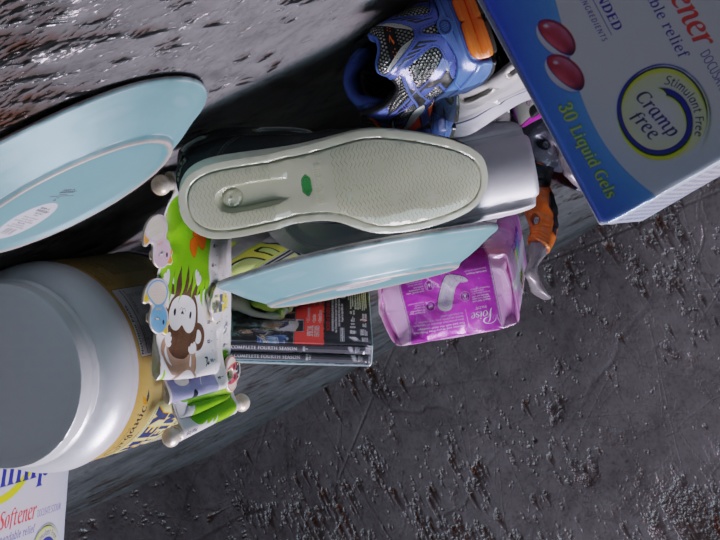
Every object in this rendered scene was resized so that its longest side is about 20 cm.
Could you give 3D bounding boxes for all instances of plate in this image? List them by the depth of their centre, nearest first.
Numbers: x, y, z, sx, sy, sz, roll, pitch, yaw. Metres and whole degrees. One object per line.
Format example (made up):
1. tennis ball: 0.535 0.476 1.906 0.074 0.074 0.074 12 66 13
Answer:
1. plate: -0.172 -0.050 0.996 0.199 0.026 0.200 -29 174 -3
2. plate: 0.000 0.000 1.206 0.198 0.026 0.200 -13 176 -1

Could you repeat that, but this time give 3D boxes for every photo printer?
1. photo printer: 0.024 -0.061 1.304 0.198 0.070 0.166 -12 -174 0

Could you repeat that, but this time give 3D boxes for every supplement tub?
1. supplement tub: -0.200 0.063 1.226 0.144 0.145 0.200 -30 173 20

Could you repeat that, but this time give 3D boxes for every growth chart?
1. growth chart: -0.114 0.022 1.215 0.018 0.202 0.145 6 -164 20

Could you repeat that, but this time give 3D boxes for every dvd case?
1. dvd case: -0.090 0.039 1.401 0.198 0.022 0.146 3 -161 -3

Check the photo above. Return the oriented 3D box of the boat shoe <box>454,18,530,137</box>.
1. boat shoe: 0.085 -0.141 1.174 0.065 0.073 0.199 24 163 -32

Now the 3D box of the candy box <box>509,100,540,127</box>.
1. candy box: 0.201 -0.188 1.255 0.199 0.061 0.136 -28 172 -31

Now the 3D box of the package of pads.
1. package of pads: 0.086 0.002 1.572 0.119 0.076 0.200 -10 -168 10

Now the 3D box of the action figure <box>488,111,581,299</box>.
1. action figure: 0.157 -0.079 1.412 0.199 0.195 0.104 17 168 46

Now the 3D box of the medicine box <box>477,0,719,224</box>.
1. medicine box: 0.191 -0.152 1.006 0.199 0.183 0.103 -30 173 20

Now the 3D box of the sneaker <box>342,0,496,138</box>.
1. sneaker: 0.023 -0.122 1.109 0.078 0.076 0.200 -12 164 -14

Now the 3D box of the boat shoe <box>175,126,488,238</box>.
1. boat shoe: -0.019 -0.065 1.109 0.198 0.072 0.068 -3 -155 -8

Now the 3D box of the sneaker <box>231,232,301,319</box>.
1. sneaker: -0.059 0.006 1.392 0.198 0.077 0.076 -3 142 -28

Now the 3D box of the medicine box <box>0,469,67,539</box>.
1. medicine box: -0.312 0.187 1.355 0.102 0.202 0.182 6 -177 15
